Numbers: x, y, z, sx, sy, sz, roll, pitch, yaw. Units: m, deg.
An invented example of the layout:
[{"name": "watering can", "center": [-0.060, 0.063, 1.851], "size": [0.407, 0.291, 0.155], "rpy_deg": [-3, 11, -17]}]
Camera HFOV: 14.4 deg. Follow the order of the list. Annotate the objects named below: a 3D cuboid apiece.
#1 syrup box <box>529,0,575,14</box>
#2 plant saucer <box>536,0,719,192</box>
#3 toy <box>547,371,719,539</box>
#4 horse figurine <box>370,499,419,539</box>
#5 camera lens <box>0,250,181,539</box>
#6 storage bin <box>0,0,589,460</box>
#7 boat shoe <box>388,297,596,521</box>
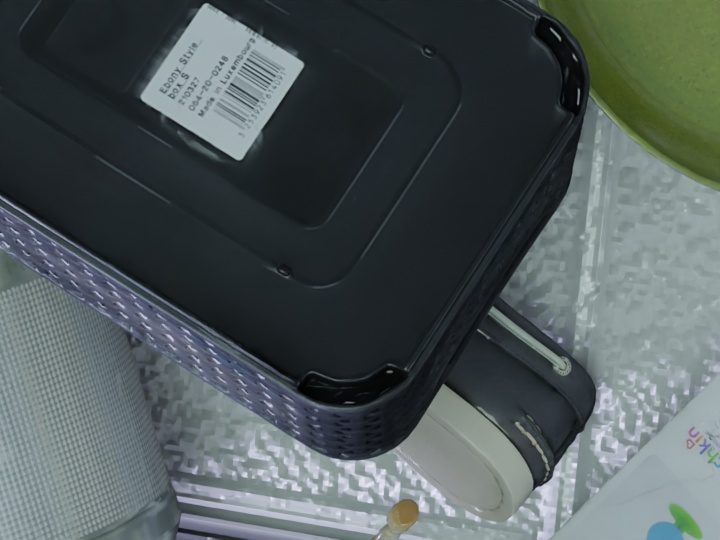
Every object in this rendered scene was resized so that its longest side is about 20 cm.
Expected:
[{"name": "syrup box", "center": [-0.021, -0.094, 0.975], "size": [0.200, 0.079, 0.082], "rpy_deg": [18, 106, 12]}, {"name": "plant saucer", "center": [0.142, -0.119, 0.912], "size": [0.199, 0.031, 0.201], "rpy_deg": [0, 92, -13]}, {"name": "toy", "center": [0.116, 0.127, 0.992], "size": [0.115, 0.047, 0.200], "rpy_deg": [48, 122, 11]}, {"name": "horse figurine", "center": [-0.062, 0.138, 0.966], "size": [0.050, 0.200, 0.133], "rpy_deg": [60, 140, 24]}, {"name": "camera lens", "center": [-0.160, 0.037, 0.998], "size": [0.160, 0.160, 0.200], "rpy_deg": [-15, 96, 18]}, {"name": "storage bin", "center": [-0.043, -0.049, 0.872], "size": [0.200, 0.094, 0.135], "rpy_deg": [32, 79, 9]}, {"name": "boat shoe", "center": [0.000, 0.000, 1.011], "size": [0.200, 0.073, 0.063], "rpy_deg": [44, 66, 9]}]
